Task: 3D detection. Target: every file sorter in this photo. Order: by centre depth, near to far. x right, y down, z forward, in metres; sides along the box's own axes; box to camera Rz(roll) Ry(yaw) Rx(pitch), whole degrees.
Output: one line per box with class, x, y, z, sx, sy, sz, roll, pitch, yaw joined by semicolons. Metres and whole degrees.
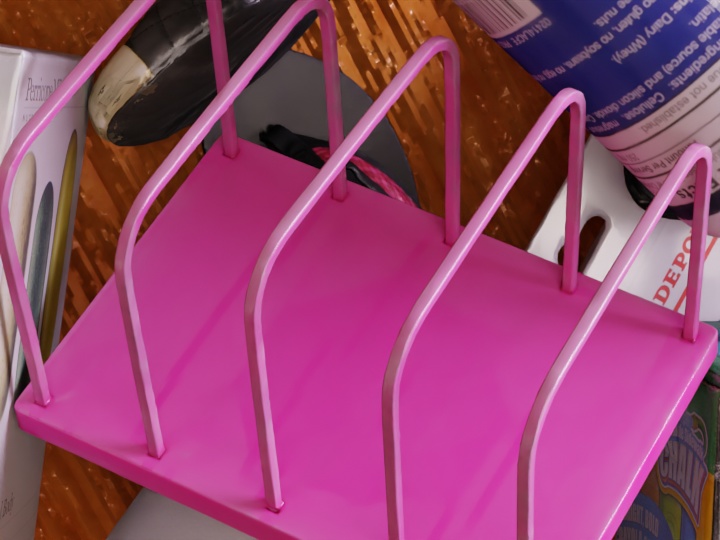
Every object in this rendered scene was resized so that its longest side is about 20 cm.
file sorter;0.000;0.002;0.782;0.199;0.126;0.139;22;56;20

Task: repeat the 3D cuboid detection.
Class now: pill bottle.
pill bottle;0.117;-0.084;0.794;0.200;0.116;0.116;43;87;-12

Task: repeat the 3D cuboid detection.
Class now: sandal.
sandal;0.000;0.000;0.935;0.075;0.045;0.201;-23;82;-9

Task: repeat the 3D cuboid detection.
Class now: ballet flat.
ballet flat;-0.036;-0.122;0.924;0.057;0.067;0.200;38;71;12

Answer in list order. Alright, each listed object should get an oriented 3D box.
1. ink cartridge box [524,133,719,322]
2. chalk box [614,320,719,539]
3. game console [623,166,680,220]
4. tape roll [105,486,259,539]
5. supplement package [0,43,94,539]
ink cartridge box;0.144;0.030;0.976;0.199;0.067;0.116;30;91;-13
chalk box;0.167;0.082;0.891;0.123;0.124;0.202;1;98;-10
game console;0.190;-0.126;0.899;0.171;0.119;0.201;4;68;-4
tape roll;0.004;0.133;0.892;0.202;0.202;0.071;36;88;-13
supplement package;-0.187;0.014;0.848;0.149;0.152;0.202;8;94;2
